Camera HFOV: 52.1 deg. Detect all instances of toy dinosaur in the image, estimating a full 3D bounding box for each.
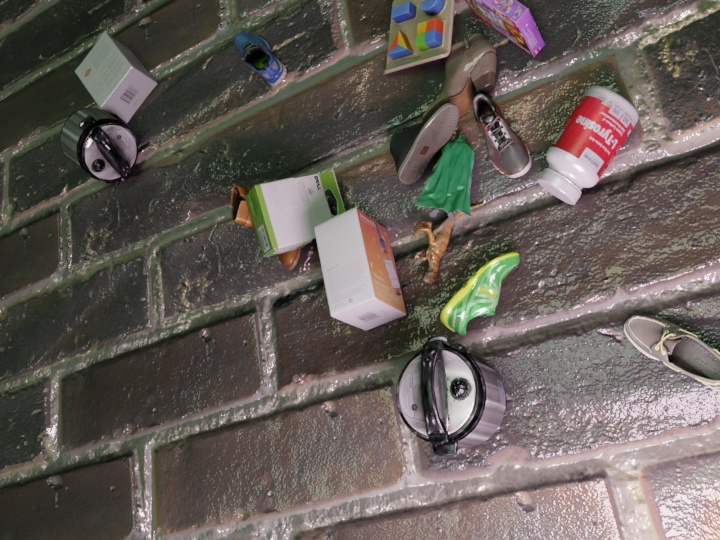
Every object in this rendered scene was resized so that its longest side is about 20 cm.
[{"bbox_3d":[0.164,-0.071,1.529,0.105,0.060,0.203,27,85,-3],"label":"toy dinosaur"}]

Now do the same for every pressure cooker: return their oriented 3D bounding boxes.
[{"bbox_3d":[0.161,0.227,1.341,0.176,0.199,0.180,43,98,31],"label":"pressure cooker"},{"bbox_3d":[-0.706,-0.337,2.013,0.199,0.174,0.182,31,112,42],"label":"pressure cooker"}]

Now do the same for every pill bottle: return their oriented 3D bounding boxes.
[{"bbox_3d":[0.423,-0.232,1.385,0.112,0.112,0.202,35,94,32],"label":"pill bottle"}]

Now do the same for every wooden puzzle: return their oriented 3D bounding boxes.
[{"bbox_3d":[0.128,-0.558,1.664,0.183,0.046,0.205,-3,73,43],"label":"wooden puzzle"}]

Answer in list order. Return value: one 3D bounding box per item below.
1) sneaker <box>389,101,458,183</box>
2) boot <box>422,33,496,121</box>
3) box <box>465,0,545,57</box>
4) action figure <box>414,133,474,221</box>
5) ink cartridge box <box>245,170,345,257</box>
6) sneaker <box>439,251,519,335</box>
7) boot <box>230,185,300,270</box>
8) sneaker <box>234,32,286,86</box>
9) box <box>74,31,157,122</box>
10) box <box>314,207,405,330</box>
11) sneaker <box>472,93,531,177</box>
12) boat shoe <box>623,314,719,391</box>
[{"bbox_3d":[0.124,-0.294,1.563,0.201,0.074,0.107,-53,43,31],"label":"sneaker"},{"bbox_3d":[0.208,-0.417,1.595,0.197,0.070,0.149,-24,59,21],"label":"boot"},{"bbox_3d":[0.289,-0.541,1.536,0.039,0.136,0.200,-47,59,8],"label":"box"},{"bbox_3d":[0.191,-0.200,1.525,0.116,0.055,0.203,15,64,6],"label":"action figure"},{"bbox_3d":[-0.138,-0.128,1.650,0.075,0.197,0.151,-26,80,61],"label":"ink cartridge box"},{"bbox_3d":[0.244,0.044,1.442,0.084,0.074,0.200,44,96,6],"label":"sneaker"},{"bbox_3d":[-0.218,-0.103,1.679,0.076,0.153,0.204,-28,62,38],"label":"boot"},{"bbox_3d":[-0.268,-0.560,1.886,0.079,0.089,0.200,-48,59,7],"label":"sneaker"},{"bbox_3d":[-0.706,-0.558,2.125,0.153,0.106,0.201,-47,59,10],"label":"box"},{"bbox_3d":[0.000,0.000,1.526,0.105,0.152,0.204,-22,66,23],"label":"box"},{"bbox_3d":[0.276,-0.277,1.499,0.076,0.082,0.202,-35,62,16],"label":"sneaker"},{"bbox_3d":[0.537,0.131,1.245,0.200,0.060,0.073,34,93,32],"label":"boat shoe"}]
